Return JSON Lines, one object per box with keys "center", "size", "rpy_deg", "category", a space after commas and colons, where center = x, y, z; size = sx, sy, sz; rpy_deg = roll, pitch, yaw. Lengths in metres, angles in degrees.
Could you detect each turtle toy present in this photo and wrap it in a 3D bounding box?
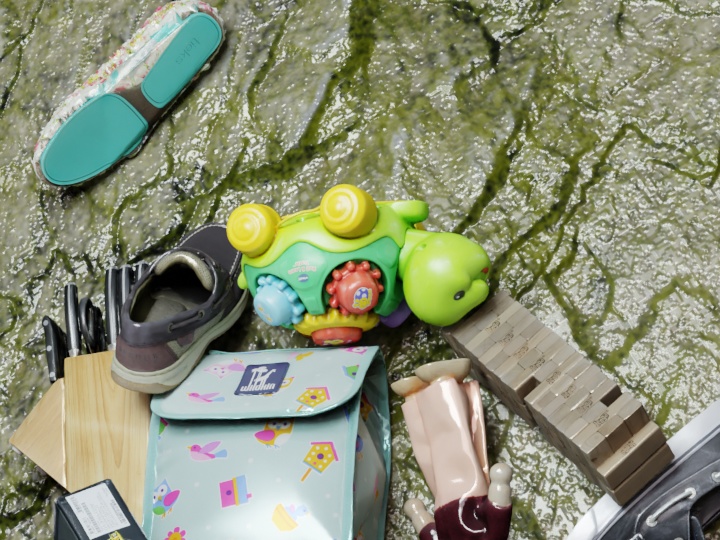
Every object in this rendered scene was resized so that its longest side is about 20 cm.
{"center": [0.000, 0.000, 1.730], "size": [0.198, 0.146, 0.102], "rpy_deg": [-10, 77, 21], "category": "turtle toy"}

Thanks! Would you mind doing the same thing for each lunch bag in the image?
{"center": [-0.067, 0.144, 1.703], "size": [0.169, 0.122, 0.201], "rpy_deg": [-5, 61, 15], "category": "lunch bag"}

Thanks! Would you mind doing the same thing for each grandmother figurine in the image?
{"center": [0.075, 0.167, 1.673], "size": [0.060, 0.121, 0.202], "rpy_deg": [-5, 73, -24], "category": "grandmother figurine"}

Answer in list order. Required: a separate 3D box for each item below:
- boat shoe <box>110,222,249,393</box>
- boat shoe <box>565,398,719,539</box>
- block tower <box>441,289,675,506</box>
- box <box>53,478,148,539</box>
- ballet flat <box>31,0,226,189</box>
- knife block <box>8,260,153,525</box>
{"center": [-0.130, 0.015, 1.758], "size": [0.071, 0.065, 0.200], "rpy_deg": [18, 36, 12], "category": "boat shoe"}
{"center": [0.213, 0.176, 1.637], "size": [0.200, 0.072, 0.068], "rpy_deg": [-40, 61, -11], "category": "boat shoe"}
{"center": [0.138, 0.085, 1.666], "size": [0.058, 0.054, 0.200], "rpy_deg": [-40, 41, -10], "category": "block tower"}
{"center": [-0.162, 0.266, 1.631], "size": [0.046, 0.201, 0.159], "rpy_deg": [-19, 54, -25], "category": "box"}
{"center": [-0.191, -0.144, 1.903], "size": [0.200, 0.076, 0.064], "rpy_deg": [-42, 32, -9], "category": "ballet flat"}
{"center": [-0.171, 0.099, 1.784], "size": [0.200, 0.064, 0.176], "rpy_deg": [35, 81, 27], "category": "knife block"}
